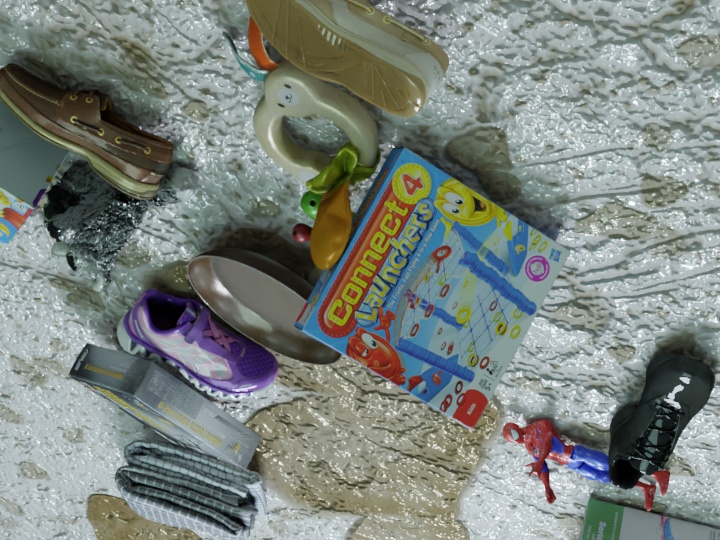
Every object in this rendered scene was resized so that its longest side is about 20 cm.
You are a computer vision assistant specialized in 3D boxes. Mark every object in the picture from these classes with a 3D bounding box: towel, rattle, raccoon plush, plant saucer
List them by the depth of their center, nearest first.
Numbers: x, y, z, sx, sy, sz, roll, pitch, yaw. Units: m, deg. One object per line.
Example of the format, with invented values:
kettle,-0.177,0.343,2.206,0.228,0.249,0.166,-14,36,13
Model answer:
rattle,-0.074,-0.122,1.240,0.129,0.144,0.200,13,151,39
raccoon plush,-0.253,-0.038,1.456,0.198,0.098,0.134,3,145,21
plant saucer,-0.099,0.035,1.478,0.199,0.032,0.201,26,156,13
towel,-0.229,0.307,1.811,0.198,0.086,0.166,17,159,4

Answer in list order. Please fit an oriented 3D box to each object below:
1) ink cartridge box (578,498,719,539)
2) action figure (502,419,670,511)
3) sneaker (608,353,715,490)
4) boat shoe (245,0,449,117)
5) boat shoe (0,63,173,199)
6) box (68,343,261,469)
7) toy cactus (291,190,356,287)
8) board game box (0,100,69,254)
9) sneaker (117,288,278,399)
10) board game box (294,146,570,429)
ink cartridge box,0.362,0.373,1.647,0.198,0.084,0.146,13,140,10
action figure,0.250,0.238,1.539,0.198,0.100,0.066,24,140,0
sneaker,0.319,0.167,1.426,0.075,0.091,0.201,21,140,4
boat shoe,-0.011,-0.206,1.165,0.199,0.069,0.074,35,147,18
boat shoe,-0.278,-0.154,1.356,0.199,0.072,0.068,34,107,-3
box,-0.240,0.168,1.649,0.158,0.049,0.200,10,156,48
toy cactus,0.000,0.000,1.390,0.199,0.103,0.165,29,151,-23
board game box,-0.400,-0.089,1.436,0.103,0.106,0.200,33,144,-15
sneaker,-0.188,0.081,1.567,0.198,0.081,0.089,23,138,-1
board game box,0.069,0.017,1.287,0.195,0.201,0.056,30,177,-12
